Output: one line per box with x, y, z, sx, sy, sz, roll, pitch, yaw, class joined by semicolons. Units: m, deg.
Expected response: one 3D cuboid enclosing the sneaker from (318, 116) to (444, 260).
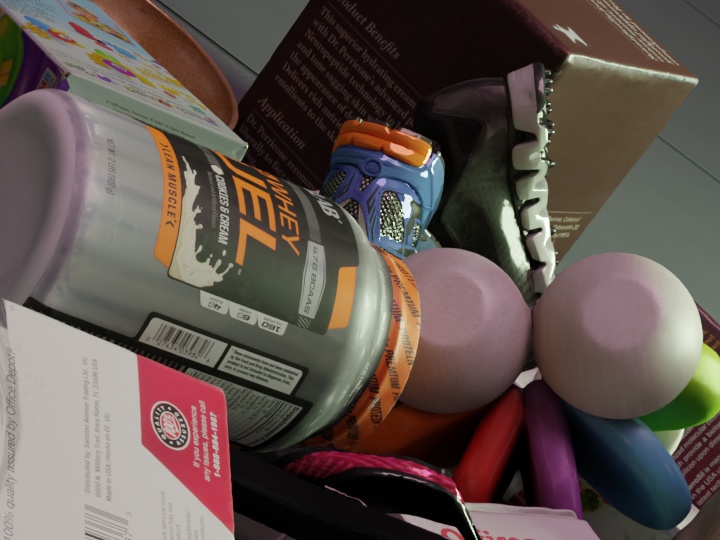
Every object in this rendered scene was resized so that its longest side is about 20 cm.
0.000;0.000;1.406;0.075;0.079;0.200;20;-27;17;sneaker

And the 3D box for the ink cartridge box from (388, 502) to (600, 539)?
0.090;0.202;1.183;0.145;0.084;0.200;11;33;-47;ink cartridge box

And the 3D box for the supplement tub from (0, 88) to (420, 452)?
-0.078;0.007;1.172;0.200;0.123;0.123;21;25;-35;supplement tub

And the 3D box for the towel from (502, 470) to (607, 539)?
0.119;0.124;1.488;0.200;0.023;0.144;46;24;27;towel

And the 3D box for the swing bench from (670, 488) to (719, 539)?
0.212;0.176;1.268;0.130;0.199;0.200;14;30;-45;swing bench

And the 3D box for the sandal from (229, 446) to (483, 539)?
-0.004;0.093;1.118;0.199;0.045;0.075;22;-19;11;sandal

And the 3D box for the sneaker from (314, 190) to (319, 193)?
-0.090;-0.012;1.404;0.115;0.076;0.201;23;19;0;sneaker

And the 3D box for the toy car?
0.083;0.081;1.332;0.199;0.175;0.150;2;68;2;toy car

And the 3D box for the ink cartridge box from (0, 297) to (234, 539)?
-0.149;0.087;1.004;0.200;0.083;0.146;24;41;-29;ink cartridge box

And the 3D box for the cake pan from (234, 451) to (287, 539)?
-0.111;0.077;1.198;0.200;0.037;0.200;31;21;-13;cake pan

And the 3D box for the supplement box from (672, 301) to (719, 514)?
0.219;0.110;1.488;0.200;0.086;0.110;45;2;19;supplement box

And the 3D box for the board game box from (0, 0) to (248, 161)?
-0.156;-0.069;1.292;0.105;0.103;0.200;21;13;-34;board game box

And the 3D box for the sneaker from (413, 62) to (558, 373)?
0.065;-0.017;1.478;0.090;0.201;0.067;-3;23;2;sneaker

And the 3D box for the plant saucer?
-0.164;-0.128;1.556;0.200;0.035;0.200;31;22;-14;plant saucer

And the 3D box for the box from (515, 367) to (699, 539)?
0.148;0.131;1.432;0.200;0.039;0.041;42;25;19;box

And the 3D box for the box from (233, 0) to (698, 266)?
0.056;-0.094;1.598;0.166;0.200;0.164;48;23;26;box
